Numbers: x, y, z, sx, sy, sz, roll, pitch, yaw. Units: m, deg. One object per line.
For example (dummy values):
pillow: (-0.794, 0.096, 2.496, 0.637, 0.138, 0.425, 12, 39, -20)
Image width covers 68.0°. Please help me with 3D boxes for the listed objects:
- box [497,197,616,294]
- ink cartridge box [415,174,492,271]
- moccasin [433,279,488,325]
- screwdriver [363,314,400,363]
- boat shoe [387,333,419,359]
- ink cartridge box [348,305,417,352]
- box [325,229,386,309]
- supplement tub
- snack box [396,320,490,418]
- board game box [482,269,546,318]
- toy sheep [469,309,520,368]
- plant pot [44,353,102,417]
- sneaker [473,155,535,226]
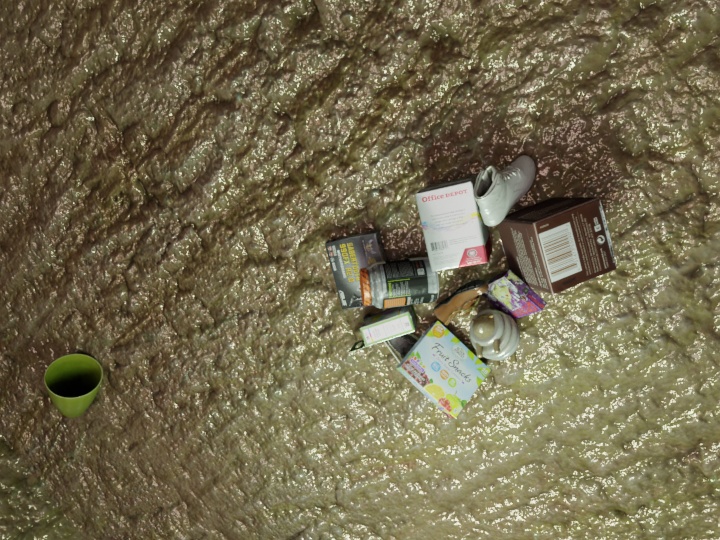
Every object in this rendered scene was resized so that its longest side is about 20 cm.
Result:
box: (0.441, -0.064, 1.222, 0.162, 0.200, 0.169, -21, 101, -6)
ink cartridge box: (0.237, -0.122, 1.332, 0.143, 0.145, 0.204, -8, 104, 22)
moccasin: (0.268, 0.088, 1.392, 0.078, 0.073, 0.201, 52, 136, 7)
screwdriver: (0.075, 0.211, 1.555, 0.201, 0.028, 0.029, 51, 143, 2)
boat shoe: (0.157, 0.241, 1.516, 0.198, 0.065, 0.074, 33, 115, 7)
ink cartridge box: (0.056, 0.159, 1.484, 0.197, 0.104, 0.060, -21, 96, 12)
box: (0.000, 0.000, 1.506, 0.156, 0.048, 0.204, -9, 103, 22)
supplement tub: (0.099, 0.033, 1.407, 0.196, 0.123, 0.125, -6, 106, -6)
snack box: (0.225, 0.268, 1.453, 0.200, 0.068, 0.169, 43, 74, 1)
board game box: (0.371, 0.065, 1.328, 0.119, 0.200, 0.032, 38, 77, 3)
toy sheep: (0.351, 0.172, 1.381, 0.137, 0.140, 0.199, -31, 138, 24)
plant pot: (-1.051, 0.443, 1.957, 0.185, 0.187, 0.202, 32, 129, 7)
sneaker: (0.337, -0.215, 1.242, 0.073, 0.116, 0.201, 22, 71, 42)
